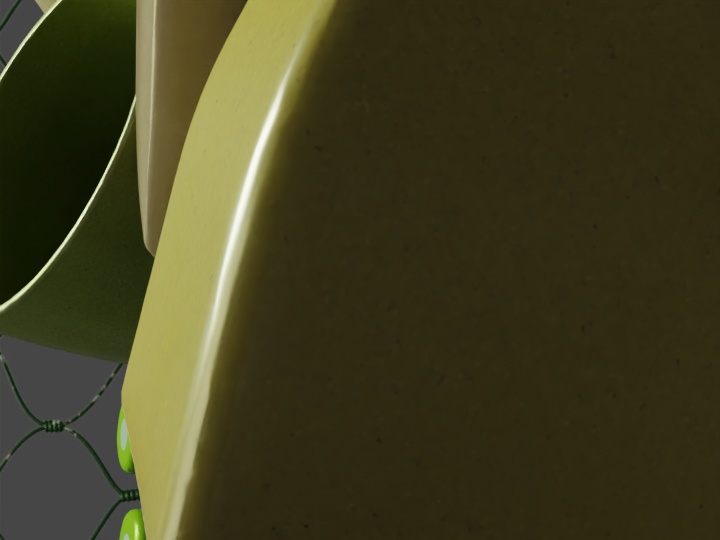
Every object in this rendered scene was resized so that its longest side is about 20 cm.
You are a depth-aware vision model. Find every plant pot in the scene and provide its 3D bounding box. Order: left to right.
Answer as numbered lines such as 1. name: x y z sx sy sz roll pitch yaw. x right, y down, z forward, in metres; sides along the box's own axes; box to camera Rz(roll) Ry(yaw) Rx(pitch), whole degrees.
1. plant pot: -0.080 -0.023 0.889 0.187 0.199 0.188 -34 42 37
2. plant pot: 0.033 -0.018 0.581 0.194 0.194 0.202 -133 51 -74

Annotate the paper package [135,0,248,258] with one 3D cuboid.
1. paper package: 0.006 -0.110 0.694 0.104 0.189 0.202 -104 18 -63

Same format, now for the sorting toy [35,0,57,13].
1. sorting toy: -0.056 -0.115 0.957 0.070 0.198 0.200 -57 -46 -27

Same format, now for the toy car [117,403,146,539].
1. toy car: -0.058 0.129 1.146 0.200 0.163 0.159 134 135 -61
